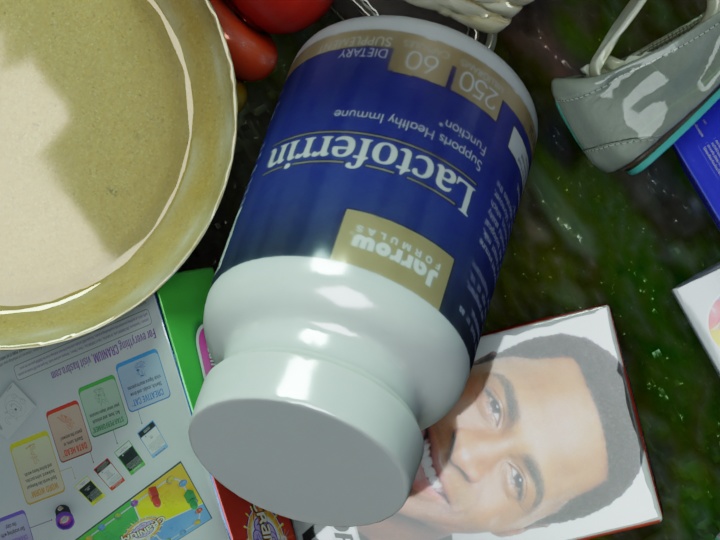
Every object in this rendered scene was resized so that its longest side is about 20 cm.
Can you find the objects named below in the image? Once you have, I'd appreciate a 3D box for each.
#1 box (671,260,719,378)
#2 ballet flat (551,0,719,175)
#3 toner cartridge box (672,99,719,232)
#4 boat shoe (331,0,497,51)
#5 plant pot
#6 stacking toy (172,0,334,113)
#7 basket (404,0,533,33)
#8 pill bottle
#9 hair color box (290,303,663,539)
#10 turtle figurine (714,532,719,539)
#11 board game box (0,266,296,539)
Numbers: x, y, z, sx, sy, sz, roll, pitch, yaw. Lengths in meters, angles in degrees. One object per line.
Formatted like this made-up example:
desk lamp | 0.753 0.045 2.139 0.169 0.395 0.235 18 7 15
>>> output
box | 0.263 0.027 1.186 0.200 0.041 0.156 -30 87 4
ballet flat | 0.168 -0.122 1.154 0.200 0.067 0.064 -39 94 -5
toner cartridge box | 0.208 -0.015 1.131 0.095 0.043 0.200 -28 47 5
boat shoe | -0.008 -0.172 1.204 0.072 0.060 0.200 -33 87 5
plant pot | -0.152 -0.066 1.122 0.200 0.027 0.200 1 86 -7
stacking toy | -0.087 -0.079 1.186 0.085 0.085 0.200 43 102 4
basket | 0.028 -0.222 1.090 0.200 0.198 0.161 20 68 -15
pill bottle | 0.000 0.000 1.132 0.116 0.116 0.200 14 57 6
hair color box | 0.027 0.086 1.199 0.200 0.061 0.102 -15 87 5
turtle figurine | 0.114 0.190 1.173 0.200 0.101 0.150 -28 101 -6
board game box | -0.100 0.117 1.178 0.153 0.040 0.200 -21 83 39
